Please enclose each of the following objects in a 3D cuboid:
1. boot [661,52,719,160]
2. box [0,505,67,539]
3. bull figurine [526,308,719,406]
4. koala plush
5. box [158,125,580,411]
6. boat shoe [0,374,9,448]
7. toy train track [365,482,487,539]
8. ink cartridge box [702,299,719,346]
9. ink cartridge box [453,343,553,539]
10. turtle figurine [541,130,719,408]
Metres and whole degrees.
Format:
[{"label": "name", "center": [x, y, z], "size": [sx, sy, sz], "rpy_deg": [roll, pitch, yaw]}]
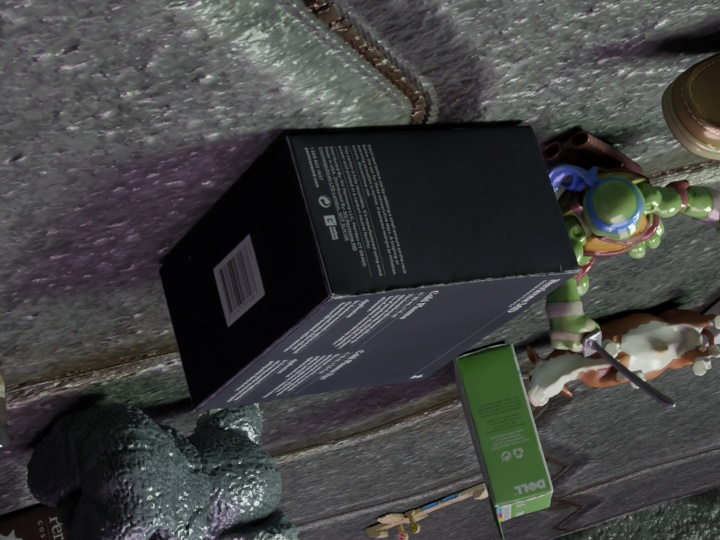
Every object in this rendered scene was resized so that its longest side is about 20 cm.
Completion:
[{"label": "boot", "center": [0.285, -0.132, 0.958], "size": [0.199, 0.073, 0.155], "rpy_deg": [-12, 163, -22]}, {"label": "box", "center": [-0.344, 0.347, 1.708], "size": [0.199, 0.166, 0.164], "rpy_deg": [-18, 162, 4]}, {"label": "bull figurine", "center": [0.254, 0.080, 1.587], "size": [0.200, 0.065, 0.121], "rpy_deg": [-18, -173, -16]}, {"label": "koala plush", "center": [-0.150, 0.186, 1.395], "size": [0.200, 0.178, 0.184], "rpy_deg": [-1, 147, -31]}, {"label": "box", "center": [0.000, 0.000, 1.051], "size": [0.182, 0.104, 0.200], "rpy_deg": [-4, 159, -33]}, {"label": "boat shoe", "center": [-0.316, 0.135, 1.242], "size": [0.072, 0.065, 0.200], "rpy_deg": [-4, 160, -40]}, {"label": "toy train track", "center": [0.099, 0.348, 2.359], "size": [0.200, 0.033, 0.115], "rpy_deg": [-26, 161, 25]}, {"label": "ink cartridge box", "center": [0.410, 0.023, 1.629], "size": [0.094, 0.037, 0.200], "rpy_deg": [-11, 165, -16]}, {"label": "ink cartridge box", "center": [0.142, 0.180, 1.584], "size": [0.059, 0.201, 0.104], "rpy_deg": [-15, 163, 0]}, {"label": "turtle figurine", "center": [0.189, 0.003, 1.128], "size": [0.200, 0.144, 0.194], "rpy_deg": [27, -179, 0]}]
